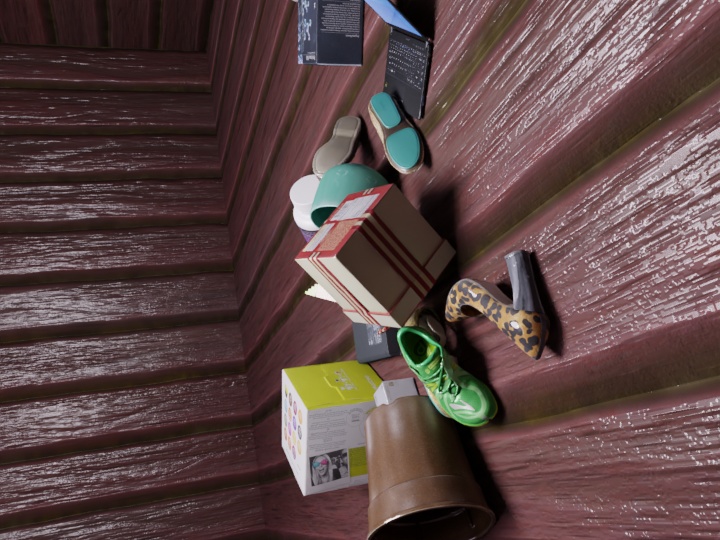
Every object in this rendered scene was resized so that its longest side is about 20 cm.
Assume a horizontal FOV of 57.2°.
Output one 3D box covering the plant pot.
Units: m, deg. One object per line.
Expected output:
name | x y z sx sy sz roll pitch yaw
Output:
plant pot | 0.091 0.323 1.058 0.201 0.199 0.199 107 158 -45

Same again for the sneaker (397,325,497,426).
sneaker | 0.121 0.160 1.005 0.074 0.083 0.200 -49 61 5

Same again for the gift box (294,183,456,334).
gift box | 0.027 -0.020 1.101 0.187 0.185 0.200 46 164 -19

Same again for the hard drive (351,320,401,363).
hard drive | 0.028 0.120 1.402 0.200 0.033 0.141 148 116 -67

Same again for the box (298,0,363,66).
box | -0.066 -0.546 1.422 0.148 0.106 0.202 -143 51 -63

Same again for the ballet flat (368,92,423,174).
ballet flat | 0.070 -0.237 1.192 0.065 0.070 0.201 64 -172 -57

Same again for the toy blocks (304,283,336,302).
toy blocks | 0.000 0.000 1.273 0.199 0.100 0.138 13 96 26

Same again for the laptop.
laptop | 0.042 -0.386 1.158 0.177 0.102 0.201 -125 36 -56

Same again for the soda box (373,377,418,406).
soda box | 0.087 0.305 1.225 0.064 0.068 0.201 116 144 -54

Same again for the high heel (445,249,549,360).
high heel | 0.178 0.077 0.912 0.200 0.071 0.144 136 134 -54

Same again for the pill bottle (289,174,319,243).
pill bottle | -0.078 -0.108 1.423 0.200 0.111 0.112 63 -176 -50

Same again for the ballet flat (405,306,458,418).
ballet flat | 0.128 0.144 1.092 0.071 0.070 0.201 108 150 -47

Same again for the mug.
mug | -0.015 -0.132 1.298 0.185 0.151 0.115 120 167 -69

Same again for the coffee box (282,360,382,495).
coffee box | -0.052 0.327 1.421 0.200 0.198 0.199 -142 51 -63

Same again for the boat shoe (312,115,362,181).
boat shoe | -0.045 -0.245 1.384 0.060 0.071 0.201 85 -160 -47
